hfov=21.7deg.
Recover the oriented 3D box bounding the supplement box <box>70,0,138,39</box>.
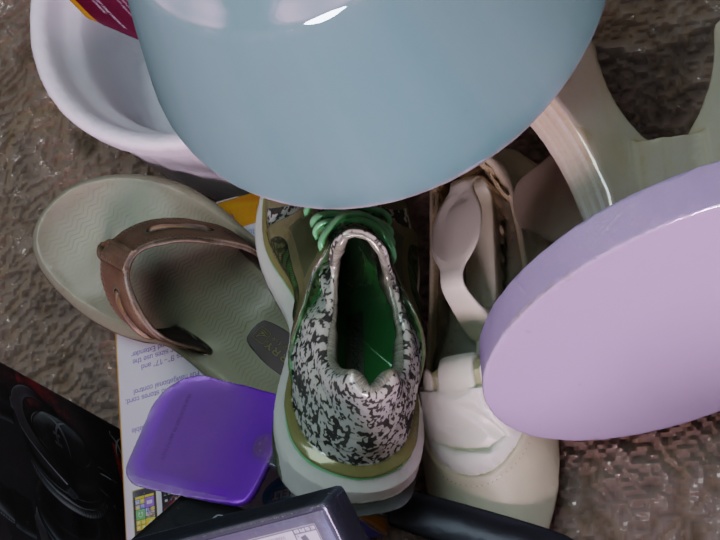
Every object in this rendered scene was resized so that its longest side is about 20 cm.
[{"bbox_3d":[-0.042,-0.144,0.830,0.200,0.086,0.111,26,80,29],"label":"supplement box"}]

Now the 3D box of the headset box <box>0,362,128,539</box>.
[{"bbox_3d":[-0.173,0.117,0.826,0.077,0.200,0.149,-26,58,14],"label":"headset box"}]

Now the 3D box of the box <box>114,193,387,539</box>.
[{"bbox_3d":[-0.055,0.062,0.891,0.119,0.041,0.201,-16,64,19],"label":"box"}]

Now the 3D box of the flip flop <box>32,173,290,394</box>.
[{"bbox_3d":[-0.078,0.010,0.867,0.200,0.058,0.081,35,88,32],"label":"flip flop"}]

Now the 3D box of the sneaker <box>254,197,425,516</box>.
[{"bbox_3d":[0.000,0.000,0.798,0.077,0.089,0.200,1,52,-13],"label":"sneaker"}]

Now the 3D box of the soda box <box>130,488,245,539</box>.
[{"bbox_3d":[-0.006,0.162,0.771,0.199,0.071,0.064,18,119,21],"label":"soda box"}]

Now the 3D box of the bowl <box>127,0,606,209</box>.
[{"bbox_3d":[-0.014,-0.135,0.705,0.200,0.105,0.201,-9,65,20],"label":"bowl"}]

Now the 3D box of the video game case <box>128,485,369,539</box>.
[{"bbox_3d":[-0.023,0.188,0.737,0.143,0.019,0.200,-19,104,34],"label":"video game case"}]

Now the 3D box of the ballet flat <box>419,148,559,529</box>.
[{"bbox_3d":[0.052,0.033,0.836,0.069,0.069,0.201,-8,65,22],"label":"ballet flat"}]

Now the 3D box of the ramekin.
[{"bbox_3d":[-0.056,-0.132,0.943,0.200,0.098,0.201,-10,64,21],"label":"ramekin"}]

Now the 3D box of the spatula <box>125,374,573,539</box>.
[{"bbox_3d":[-0.001,0.093,0.804,0.199,0.021,0.057,18,66,7],"label":"spatula"}]

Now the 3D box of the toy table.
[{"bbox_3d":[0.123,-0.026,0.752,0.200,0.184,0.117,-29,49,36],"label":"toy table"}]
